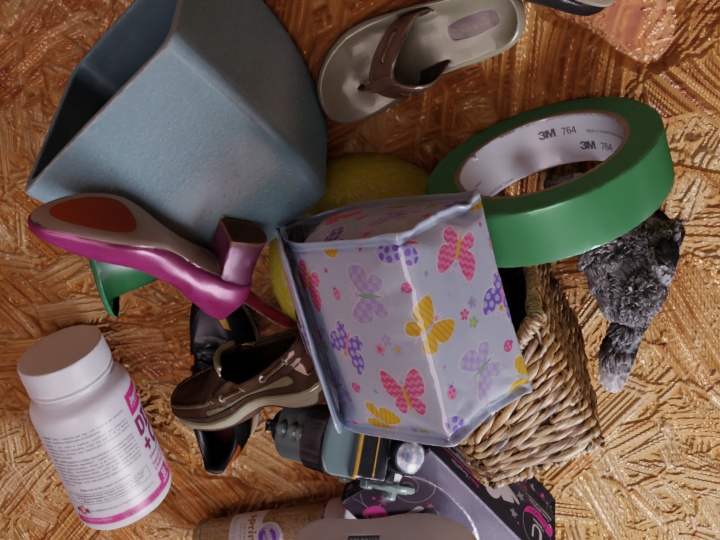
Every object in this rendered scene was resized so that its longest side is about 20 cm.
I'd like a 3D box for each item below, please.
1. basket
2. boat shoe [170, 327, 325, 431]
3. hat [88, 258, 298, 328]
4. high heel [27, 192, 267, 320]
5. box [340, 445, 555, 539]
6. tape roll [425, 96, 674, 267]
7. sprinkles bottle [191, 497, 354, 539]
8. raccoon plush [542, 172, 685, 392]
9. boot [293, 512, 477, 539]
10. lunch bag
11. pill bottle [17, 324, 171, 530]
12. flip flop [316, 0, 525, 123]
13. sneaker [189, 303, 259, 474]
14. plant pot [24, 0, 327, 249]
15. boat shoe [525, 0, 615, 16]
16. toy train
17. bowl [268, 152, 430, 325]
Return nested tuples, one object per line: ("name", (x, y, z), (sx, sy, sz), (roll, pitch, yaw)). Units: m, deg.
("basket", (0.122, 0.073, 0.959), (0.141, 0.201, 0.150), (-23, 115, 17))
("boat shoe", (-0.113, 0.094, 1.000), (0.200, 0.075, 0.075), (-19, 128, 32))
("hat", (-0.167, -0.047, 1.007), (0.173, 0.166, 0.203), (-12, 107, -5))
("high heel", (-0.174, -0.001, 0.850), (0.197, 0.068, 0.097), (10, 125, -29))
("box", (0.095, 0.245, 1.115), (0.132, 0.115, 0.200), (-36, 107, 27))
("tape roll", (0.153, -0.076, 0.869), (0.198, 0.201, 0.049), (-15, 116, 19))
("sprinkles bottle", (-0.094, 0.307, 1.216), (0.197, 0.069, 0.069), (-13, 117, 18))
("raccoon plush", (0.204, 0.007, 0.954), (0.132, 0.097, 0.203), (17, 104, 7))
("boot", (0.034, 0.298, 1.060), (0.197, 0.073, 0.091), (-2, 129, 26))
("lunch bag", (0.014, 0.038, 0.839), (0.199, 0.126, 0.172), (1, 112, 51))
("pill bottle", (-0.289, 0.169, 1.151), (0.112, 0.114, 0.202), (-9, 118, 16))
("flip flop", (0.047, -0.185, 0.912), (0.197, 0.058, 0.082), (-18, 115, 20))
("sneaker", (-0.146, 0.119, 1.106), (0.069, 0.090, 0.203), (3, 120, 9))
("plant pot", (-0.134, -0.123, 0.915), (0.199, 0.198, 0.195), (37, 121, -27))
("boat shoe", (0.114, -0.257, 0.856), (0.199, 0.075, 0.063), (22, 149, -9))
("toy train", (-0.017, 0.161, 1.007), (0.112, 0.199, 0.087), (16, 82, -23))
("bowl", (0.000, 0.000, 0.970), (0.197, 0.108, 0.204), (2, 104, 10))
